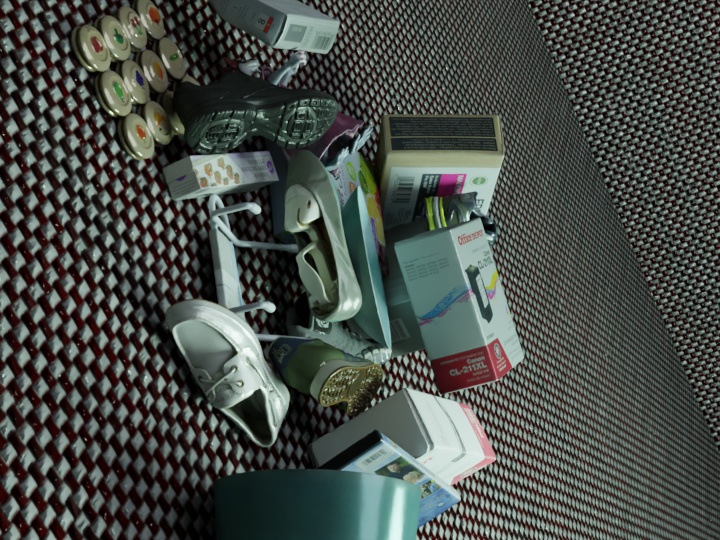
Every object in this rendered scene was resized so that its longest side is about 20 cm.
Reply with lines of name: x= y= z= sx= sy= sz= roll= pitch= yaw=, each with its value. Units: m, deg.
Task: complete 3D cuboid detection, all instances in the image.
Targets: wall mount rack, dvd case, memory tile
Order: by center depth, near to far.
memory tile: x=-0.233 y=-0.209 z=1.415 sx=0.153 sy=0.017 sz=0.200 roll=65 pitch=22 yaw=-15
dvd case: x=0.009 y=0.253 z=1.449 sx=0.200 sy=0.143 sz=0.018 roll=43 pitch=16 yaw=-49
wall mount rack: x=-0.109 y=0.012 z=1.453 sx=0.174 sy=0.075 sz=0.200 roll=52 pitch=27 yaw=-69

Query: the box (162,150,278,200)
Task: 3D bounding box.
box: x=-0.155 y=-0.108 z=1.485 sx=0.200 sy=0.041 sz=0.039 roll=-17 pitch=88 yaw=-67

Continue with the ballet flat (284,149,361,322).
ballet flat: x=-0.052 y=-0.038 z=1.482 sx=0.064 sy=0.067 sz=0.200 roll=-16 pitch=89 yaw=-48

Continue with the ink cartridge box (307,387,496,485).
ink cartridge box: x=0.051 y=0.216 z=1.556 sx=0.200 sy=0.146 sz=0.085 roll=21 pitch=39 yaw=-63

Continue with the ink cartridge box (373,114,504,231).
ink cartridge box: x=0.101 y=-0.129 z=1.831 sx=0.200 sy=0.165 sz=0.075 roll=99 pitch=-11 yaw=-57

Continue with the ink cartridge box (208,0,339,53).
ink cartridge box: x=-0.143 y=-0.323 z=1.581 sx=0.050 sy=0.200 sz=0.162 roll=-68 pitch=163 yaw=14

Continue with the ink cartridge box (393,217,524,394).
ink cartridge box: x=0.128 y=0.042 z=1.692 sx=0.146 sy=0.083 sz=0.200 roll=-23 pitch=96 yaw=-68

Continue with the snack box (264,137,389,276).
snack box: x=-0.042 y=-0.091 z=1.698 sx=0.200 sy=0.068 sz=0.169 roll=32 pitch=44 yaw=-55

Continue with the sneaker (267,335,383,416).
sneaker: x=-0.040 y=0.106 z=1.441 sx=0.090 sy=0.067 sz=0.200 roll=32 pitch=1 yaw=17

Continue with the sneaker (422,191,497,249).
sneaker: x=0.157 y=-0.028 z=1.819 sx=0.074 sy=0.081 sz=0.200 roll=-85 pitch=151 yaw=-47

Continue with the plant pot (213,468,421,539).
plant pot: x=-0.044 y=0.285 z=1.241 sx=0.201 sy=0.200 sz=0.161 roll=34 pitch=54 yaw=-56

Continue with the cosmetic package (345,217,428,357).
cosmetic package: x=0.054 y=0.023 z=1.782 sx=0.090 sy=0.107 sz=0.200 roll=61 pitch=26 yaw=-26

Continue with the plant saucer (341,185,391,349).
plant saucer: x=0.000 y=0.000 z=1.580 sx=0.201 sy=0.039 sz=0.201 roll=-12 pitch=90 yaw=-86

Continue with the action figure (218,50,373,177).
action figure: x=-0.093 y=-0.188 z=1.591 sx=0.200 sy=0.149 sz=0.134 roll=31 pitch=2 yaw=8

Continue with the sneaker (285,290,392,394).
sneaker: x=-0.029 y=0.073 z=1.591 sx=0.200 sy=0.075 sz=0.116 roll=-16 pitch=85 yaw=-67

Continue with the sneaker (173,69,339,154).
sneaker: x=-0.115 y=-0.186 z=1.460 sx=0.200 sy=0.076 sz=0.091 roll=-5 pitch=47 yaw=-36

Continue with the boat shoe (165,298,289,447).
boat shoe: x=-0.130 y=0.107 z=1.328 sx=0.200 sy=0.071 sz=0.069 roll=53 pitch=27 yaw=-40
